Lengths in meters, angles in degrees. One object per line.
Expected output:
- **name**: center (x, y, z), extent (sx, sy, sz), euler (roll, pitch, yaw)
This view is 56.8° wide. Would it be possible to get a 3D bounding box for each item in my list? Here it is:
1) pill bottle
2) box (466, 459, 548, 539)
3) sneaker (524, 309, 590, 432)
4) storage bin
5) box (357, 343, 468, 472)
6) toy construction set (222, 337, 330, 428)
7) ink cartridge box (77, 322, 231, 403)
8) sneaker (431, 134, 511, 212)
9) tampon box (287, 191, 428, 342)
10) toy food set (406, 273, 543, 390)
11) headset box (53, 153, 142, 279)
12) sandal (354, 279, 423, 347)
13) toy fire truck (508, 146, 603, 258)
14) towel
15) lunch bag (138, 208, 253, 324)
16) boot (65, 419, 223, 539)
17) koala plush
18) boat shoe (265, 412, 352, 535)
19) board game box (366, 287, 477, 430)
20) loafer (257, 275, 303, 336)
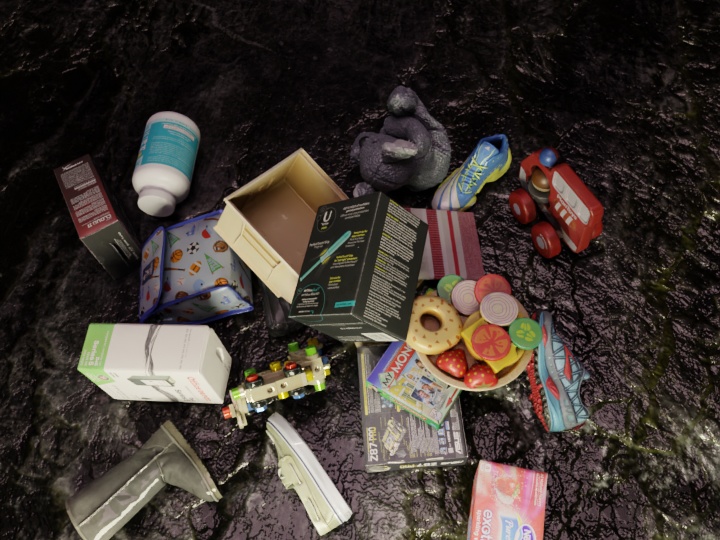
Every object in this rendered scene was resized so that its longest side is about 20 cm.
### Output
- **pill bottle**: center (-0.387, -0.208, 1.324), extent (0.110, 0.111, 0.201), euler (-1, 59, 5)
- **box**: center (0.201, 0.384, 0.937), extent (0.102, 0.095, 0.201), euler (9, 62, 10)
- **sneaker**: center (0.318, 0.161, 1.077), extent (0.095, 0.079, 0.201), euler (2, 67, -8)
- **storage bin**: center (-0.115, -0.077, 1.169), extent (0.199, 0.094, 0.200), euler (46, 50, 1)
- **box**: center (0.080, 0.215, 1.073), extent (0.160, 0.049, 0.201), euler (-5, 60, 0)
- **toy construction set**: center (-0.137, 0.178, 1.077), extent (0.199, 0.131, 0.092), euler (-31, 103, -11)
- **ink cartridge box**: center (-0.330, 0.153, 1.091), extent (0.199, 0.146, 0.084), euler (1, 60, 7)
- **sneaker**: center (0.209, -0.190, 1.259), extent (0.076, 0.105, 0.200), euler (38, 70, 24)
- **tampon box**: center (0.000, 0.000, 1.062), extent (0.149, 0.126, 0.201), euler (-6, 63, 45)
- **toy food set**: center (0.178, 0.092, 1.052), extent (0.198, 0.049, 0.200), euler (-33, 62, -17)
- **headset box**: center (-0.481, -0.092, 1.245), extent (0.077, 0.149, 0.200), euler (-29, 61, -10)
- **sandal**: center (0.050, 0.040, 1.163), extent (0.077, 0.070, 0.212), euler (29, 67, 20)
- **toy fire truck**: center (0.349, -0.132, 1.176), extent (0.112, 0.168, 0.200), euler (-23, 61, -8)
- **towel**: center (0.121, -0.047, 1.197), extent (0.199, 0.023, 0.145), euler (3, 61, -14)
- **lunch bag**: center (-0.307, 0.004, 1.194), extent (0.199, 0.124, 0.171), euler (-15, 59, 12)
- **boot**: center (-0.333, 0.349, 1.023), extent (0.200, 0.073, 0.182), euler (-38, 50, -23)
- **koala plush**: center (0.064, -0.205, 1.216), extent (0.184, 0.177, 0.200), euler (42, 34, 0)
- **boat shoe**: center (-0.093, 0.309, 1.023), extent (0.062, 0.072, 0.200), euler (-34, 66, -16)
- **board game box**: center (0.118, 0.137, 1.073), extent (0.134, 0.029, 0.200), euler (28, 64, 18)
- **loafer**: center (-0.148, 0.022, 1.198), extent (0.070, 0.068, 0.201), euler (-10, 65, -10)
